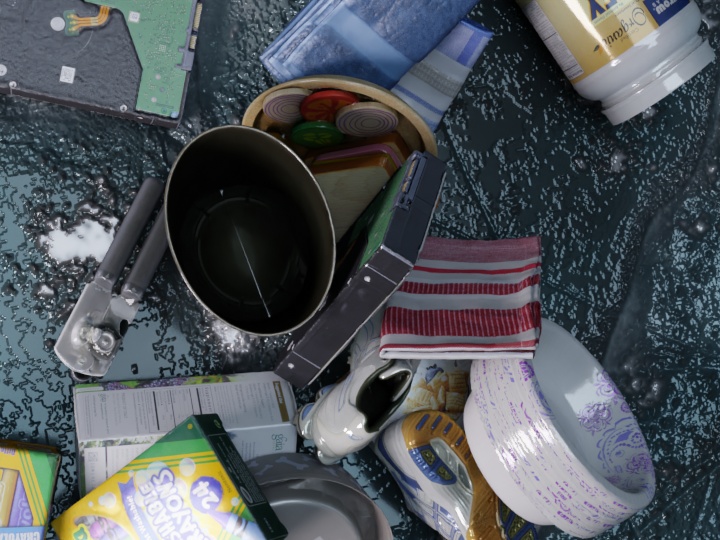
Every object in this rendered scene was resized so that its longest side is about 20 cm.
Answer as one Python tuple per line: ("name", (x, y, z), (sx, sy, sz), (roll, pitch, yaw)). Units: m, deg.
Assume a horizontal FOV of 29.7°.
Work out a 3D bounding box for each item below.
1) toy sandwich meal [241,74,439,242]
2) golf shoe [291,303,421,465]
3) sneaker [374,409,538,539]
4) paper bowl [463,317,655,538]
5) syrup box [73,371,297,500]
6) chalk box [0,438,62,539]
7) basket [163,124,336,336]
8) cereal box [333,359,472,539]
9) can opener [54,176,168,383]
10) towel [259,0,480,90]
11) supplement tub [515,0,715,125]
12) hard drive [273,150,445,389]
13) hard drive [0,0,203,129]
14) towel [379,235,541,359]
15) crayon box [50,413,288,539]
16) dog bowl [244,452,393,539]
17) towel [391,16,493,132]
("toy sandwich meal", (-0.020, -0.097, 1.258), (0.204, 0.205, 0.071), (17, 57, -11))
("golf shoe", (0.027, 0.093, 1.236), (0.078, 0.097, 0.200), (47, 52, -19))
("sneaker", (0.091, 0.218, 1.274), (0.075, 0.088, 0.201), (-36, 95, -35))
("paper bowl", (0.173, 0.152, 1.252), (0.104, 0.201, 0.201), (-36, 96, 24))
("syrup box", (-0.160, 0.152, 1.246), (0.198, 0.082, 0.079), (-4, 126, -14))
("chalk box", (-0.341, 0.247, 1.189), (0.123, 0.125, 0.202), (12, 83, -12))
("basket", (-0.103, -0.023, 1.216), (0.135, 0.200, 0.181), (-21, 87, -9))
("cereal box", (0.082, 0.149, 1.335), (0.144, 0.040, 0.200), (-40, 96, -13))
("can opener", (-0.225, 0.010, 1.274), (0.053, 0.067, 0.201), (27, 68, -9))
("towel", (0.013, -0.223, 1.223), (0.112, 0.049, 0.200), (39, 115, -19))
("supplement tub", (0.245, -0.260, 1.344), (0.144, 0.144, 0.201), (-37, 95, -12))
("hard drive", (0.000, 0.000, 1.199), (0.038, 0.200, 0.140), (30, 42, -10))
("hard drive", (-0.255, -0.222, 1.282), (0.199, 0.038, 0.141), (10, 84, -11))
("towel", (0.096, 0.021, 1.258), (0.143, 0.200, 0.023), (-1, 119, 9))
("crayon box", (-0.177, 0.231, 1.167), (0.200, 0.052, 0.126), (-38, 75, 14))
("dog bowl", (-0.071, 0.254, 1.243), (0.199, 0.059, 0.201), (-6, 120, -11))
("towel", (0.015, -0.178, 1.290), (0.146, 0.024, 0.200), (28, 120, -10))
